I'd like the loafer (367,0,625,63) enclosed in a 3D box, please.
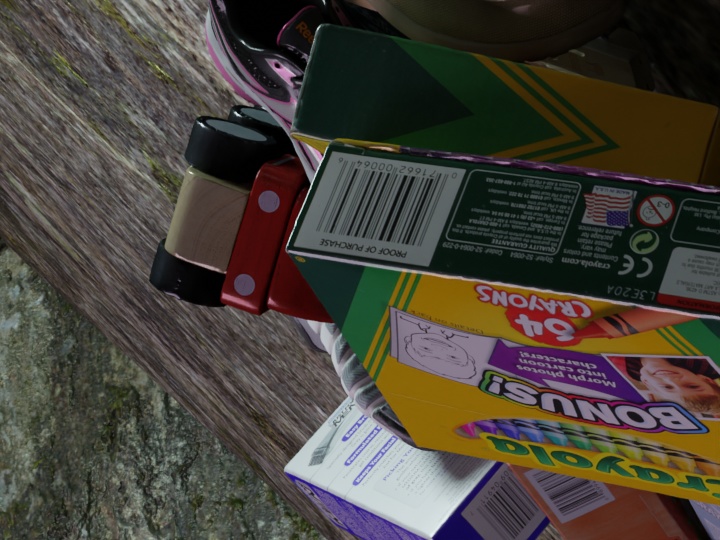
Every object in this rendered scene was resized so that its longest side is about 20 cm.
[{"bbox_3d":[0.025,-0.149,0.878,0.200,0.076,0.068,29,142,33],"label":"loafer"}]

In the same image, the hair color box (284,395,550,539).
[{"bbox_3d":[0.046,0.125,1.310,0.065,0.109,0.200,50,164,-26],"label":"hair color box"}]

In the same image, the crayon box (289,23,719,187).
[{"bbox_3d":[0.086,-0.047,0.863,0.200,0.051,0.127,14,178,17],"label":"crayon box"}]

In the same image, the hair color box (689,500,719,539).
[{"bbox_3d":[0.213,0.096,0.989,0.061,0.099,0.200,34,163,46],"label":"hair color box"}]

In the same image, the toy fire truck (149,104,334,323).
[{"bbox_3d":[0.000,0.000,1.164,0.200,0.129,0.176,20,-167,10],"label":"toy fire truck"}]

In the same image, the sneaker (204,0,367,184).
[{"bbox_3d":[-0.016,-0.092,1.050,0.200,0.080,0.086,38,168,21],"label":"sneaker"}]

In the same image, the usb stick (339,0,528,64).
[{"bbox_3d":[0.023,-0.130,1.066,0.200,0.033,0.055,40,160,28],"label":"usb stick"}]

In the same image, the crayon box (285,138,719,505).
[{"bbox_3d":[0.094,0.028,0.825,0.200,0.058,0.173,9,153,26],"label":"crayon box"}]

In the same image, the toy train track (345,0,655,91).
[{"bbox_3d":[0.063,-0.121,0.966,0.200,0.033,0.115,26,149,44],"label":"toy train track"}]

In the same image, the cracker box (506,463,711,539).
[{"bbox_3d":[0.125,0.071,1.079,0.134,0.058,0.200,53,-159,-27],"label":"cracker box"}]

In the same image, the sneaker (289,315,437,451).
[{"bbox_3d":[0.009,0.044,1.306,0.200,0.075,0.116,52,173,26],"label":"sneaker"}]
